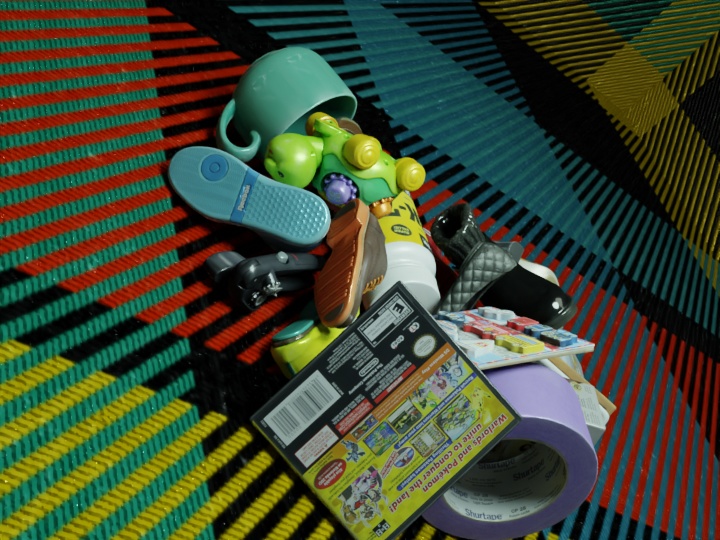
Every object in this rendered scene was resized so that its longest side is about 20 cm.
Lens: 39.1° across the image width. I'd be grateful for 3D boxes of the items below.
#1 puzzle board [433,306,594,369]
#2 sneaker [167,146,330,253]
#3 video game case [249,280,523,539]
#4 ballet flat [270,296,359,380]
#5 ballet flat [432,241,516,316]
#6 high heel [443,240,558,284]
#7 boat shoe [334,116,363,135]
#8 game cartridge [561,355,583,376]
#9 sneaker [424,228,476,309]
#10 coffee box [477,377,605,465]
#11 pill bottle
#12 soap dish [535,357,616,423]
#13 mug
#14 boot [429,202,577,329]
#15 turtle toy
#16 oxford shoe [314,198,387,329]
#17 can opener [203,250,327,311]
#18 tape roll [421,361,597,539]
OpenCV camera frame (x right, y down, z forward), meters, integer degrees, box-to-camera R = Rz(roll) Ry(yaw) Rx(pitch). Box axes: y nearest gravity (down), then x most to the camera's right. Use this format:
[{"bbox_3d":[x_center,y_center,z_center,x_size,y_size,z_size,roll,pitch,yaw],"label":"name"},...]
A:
[{"bbox_3d":[0.140,0.070,1.134,0.150,0.018,0.200,-6,12,-25],"label":"puzzle board"},{"bbox_3d":[-0.128,-0.073,1.194,0.199,0.080,0.131,26,-8,5],"label":"sneaker"},{"bbox_3d":[0.025,0.143,0.983,0.181,0.200,0.026,48,-2,0],"label":"video game case"},{"bbox_3d":[-0.043,0.070,1.140,0.067,0.066,0.200,67,26,-11],"label":"ballet flat"},{"bbox_3d":[0.123,0.057,1.260,0.057,0.201,0.066,31,6,16],"label":"ballet flat"},{"bbox_3d":[0.215,0.019,1.508,0.200,0.142,0.072,50,62,-33],"label":"high heel"},{"bbox_3d":[-0.003,-0.140,1.400,0.074,0.076,0.200,48,-1,26],"label":"boat shoe"},{"bbox_3d":[0.304,0.177,1.459,0.200,0.041,0.134,47,28,-61],"label":"game cartridge"},{"bbox_3d":[0.115,0.001,1.461,0.200,0.078,0.115,54,27,9],"label":"sneaker"},{"bbox_3d":[0.166,0.172,1.184,0.199,0.113,0.080,17,33,-13],"label":"coffee box"},{"bbox_3d":[0.033,-0.024,1.323,0.114,0.114,0.201,27,33,-38],"label":"pill bottle"},{"bbox_3d":[0.200,0.166,1.285,0.200,0.157,0.081,40,9,-17],"label":"soap dish"},{"bbox_3d":[-0.105,-0.219,1.331,0.115,0.152,0.185,52,25,14],"label":"mug"},{"bbox_3d":[0.180,-0.002,1.328,0.158,0.079,0.211,55,-14,-23],"label":"boot"},{"bbox_3d":[-0.027,-0.126,1.243,0.199,0.102,0.146,21,10,-36],"label":"turtle toy"},{"bbox_3d":[0.000,0.000,1.138,0.073,0.071,0.201,41,35,-23],"label":"oxford shoe"},{"bbox_3d":[-0.092,0.000,1.144,0.079,0.063,0.200,55,26,16],"label":"can opener"},{"bbox_3d":[0.148,0.196,1.091,0.200,0.200,0.085,34,28,-28],"label":"tape roll"}]
